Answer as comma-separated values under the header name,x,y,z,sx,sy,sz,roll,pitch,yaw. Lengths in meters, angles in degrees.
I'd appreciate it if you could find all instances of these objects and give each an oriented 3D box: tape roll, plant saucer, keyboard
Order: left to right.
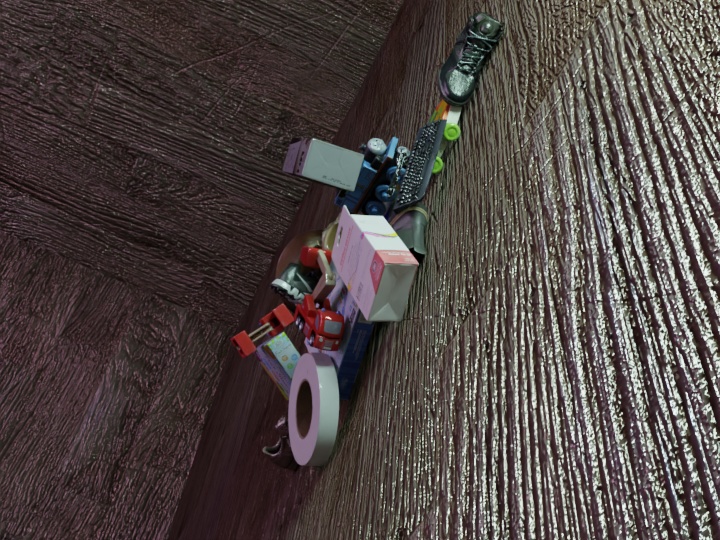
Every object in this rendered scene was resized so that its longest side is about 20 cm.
name,x,y,z,sx,sy,sz,roll,pitch,yaw
tape roll,-0.086,0.248,1.556,0.203,0.037,0.204,-174,90,-71
plant saucer,-0.095,0.010,1.938,0.035,0.200,0.201,17,83,53
keyboard,0.092,-0.186,1.567,0.127,0.021,0.200,-26,37,47

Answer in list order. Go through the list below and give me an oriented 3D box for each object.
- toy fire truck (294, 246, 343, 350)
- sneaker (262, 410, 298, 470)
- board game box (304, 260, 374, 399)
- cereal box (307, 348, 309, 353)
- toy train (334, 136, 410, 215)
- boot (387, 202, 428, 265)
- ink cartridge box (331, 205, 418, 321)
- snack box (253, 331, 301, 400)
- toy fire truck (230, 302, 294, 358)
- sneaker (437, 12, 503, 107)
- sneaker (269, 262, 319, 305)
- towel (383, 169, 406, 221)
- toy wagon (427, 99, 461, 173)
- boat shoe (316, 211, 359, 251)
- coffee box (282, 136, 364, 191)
name,x,y,z,sx,sy,sz,roll,pitch,yaw
toy fire truck,-0.071,0.046,1.558,0.200,0.049,0.141,-137,60,-64
sneaker,-0.125,0.303,1.697,0.070,0.075,0.200,-97,32,-71
board game box,-0.037,0.099,1.592,0.199,0.043,0.201,-124,48,-59
cereal box,-0.054,0.118,1.729,0.200,0.039,0.144,130,141,-49
toy train,0.027,-0.194,1.804,0.200,0.114,0.087,124,165,-46
boot,0.052,-0.012,1.535,0.139,0.077,0.200,-88,22,-51
ink cartridge box,0.019,-0.017,1.469,0.200,0.067,0.117,-123,41,-50
snack box,-0.165,0.214,1.907,0.053,0.142,0.200,-36,2,-18
toy fire truck,-0.207,0.127,1.851,0.141,0.049,0.200,-35,1,-10
sneaker,0.204,-0.402,1.609,0.200,0.076,0.114,-66,3,-27
sneaker,-0.105,0.052,1.875,0.066,0.200,0.091,8,63,48
towel,0.057,-0.105,1.835,0.144,0.023,0.200,126,164,-51
toy wagon,0.137,-0.233,1.670,0.200,0.039,0.155,-62,11,19
boat shoe,-0.045,-0.066,1.814,0.063,0.073,0.200,-36,12,27
coffee box,-0.081,-0.220,1.779,0.200,0.113,0.080,-152,79,-71
